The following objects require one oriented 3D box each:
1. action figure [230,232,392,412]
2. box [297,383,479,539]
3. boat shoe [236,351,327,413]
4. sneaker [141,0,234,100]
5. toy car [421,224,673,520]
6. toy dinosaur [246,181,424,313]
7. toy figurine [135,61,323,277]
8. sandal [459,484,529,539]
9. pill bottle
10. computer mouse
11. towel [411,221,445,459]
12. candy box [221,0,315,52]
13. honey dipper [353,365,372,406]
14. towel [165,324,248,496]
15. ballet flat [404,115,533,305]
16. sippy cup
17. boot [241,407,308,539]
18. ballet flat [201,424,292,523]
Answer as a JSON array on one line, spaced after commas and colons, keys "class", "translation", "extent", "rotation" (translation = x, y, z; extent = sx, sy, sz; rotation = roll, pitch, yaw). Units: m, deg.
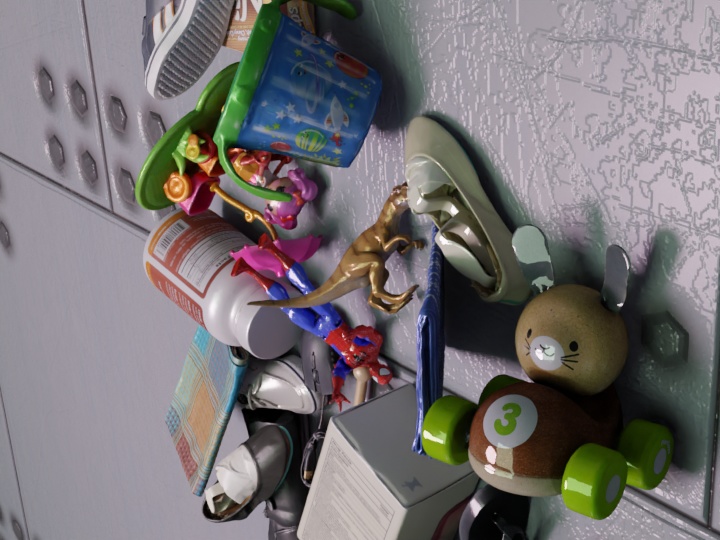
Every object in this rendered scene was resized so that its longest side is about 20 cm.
[{"class": "action figure", "translation": [-0.042, 0.060, 1.305], "extent": [0.200, 0.099, 0.065], "rotation": [41, 110, -16]}, {"class": "box", "translation": [0.027, 0.238, 1.334], "extent": [0.128, 0.109, 0.200], "rotation": [47, 140, 29]}, {"class": "boat shoe", "translation": [-0.116, 0.135, 1.507], "extent": [0.200, 0.070, 0.071], "rotation": [14, 127, 52]}, {"class": "sneaker", "translation": [-0.174, -0.263, 1.280], "extent": [0.079, 0.078, 0.200], "rotation": [48, 130, 20]}, {"class": "toy car", "translation": [0.159, 0.069, 1.040], "extent": [0.164, 0.158, 0.200], "rotation": [16, 108, 36]}, {"class": "toy dinosaur", "translation": [0.000, 0.000, 1.259], "extent": [0.200, 0.060, 0.106], "rotation": [-45, 82, 13]}, {"class": "toy figurine", "translation": [-0.111, -0.087, 1.374], "extent": [0.184, 0.150, 0.200], "rotation": [41, 114, 15]}, {"class": "sandal", "translation": [0.137, 0.273, 1.237], "extent": [0.043, 0.076, 0.200], "rotation": [36, 145, 40]}, {"class": "pill bottle", "translation": [-0.149, 0.015, 1.461], "extent": [0.200, 0.112, 0.112], "rotation": [36, 134, 40]}, {"class": "computer mouse", "translation": [-0.048, 0.140, 1.405], "extent": [0.059, 0.034, 0.200], "rotation": [8, 99, 30]}, {"class": "towel", "translation": [0.062, 0.056, 1.150], "extent": [0.200, 0.024, 0.145], "rotation": [-78, -12, -65]}, {"class": "candy box", "translation": [-0.126, -0.289, 1.317], "extent": [0.200, 0.055, 0.116], "rotation": [25, 126, 46]}, {"class": "honey dipper", "translation": [-0.008, 0.182, 1.420], "extent": [0.038, 0.038, 0.200], "rotation": [36, 133, 39]}, {"class": "towel", "translation": [-0.185, 0.145, 1.535], "extent": [0.147, 0.022, 0.200], "rotation": [57, 133, 50]}, {"class": "ballet flat", "translation": [0.082, -0.052, 1.141], "extent": [0.200, 0.069, 0.070], "rotation": [56, 144, 19]}, {"class": "sippy cup", "translation": [-0.054, -0.160, 1.199], "extent": [0.140, 0.130, 0.178], "rotation": [-86, 19, -63]}, {"class": "boot", "translation": [-0.071, 0.262, 1.534], "extent": [0.165, 0.066, 0.200], "rotation": [9, 109, 49]}, {"class": "ballet flat", "translation": [-0.137, 0.246, 1.501], "extent": [0.068, 0.068, 0.200], "rotation": [61, 145, 23]}]
